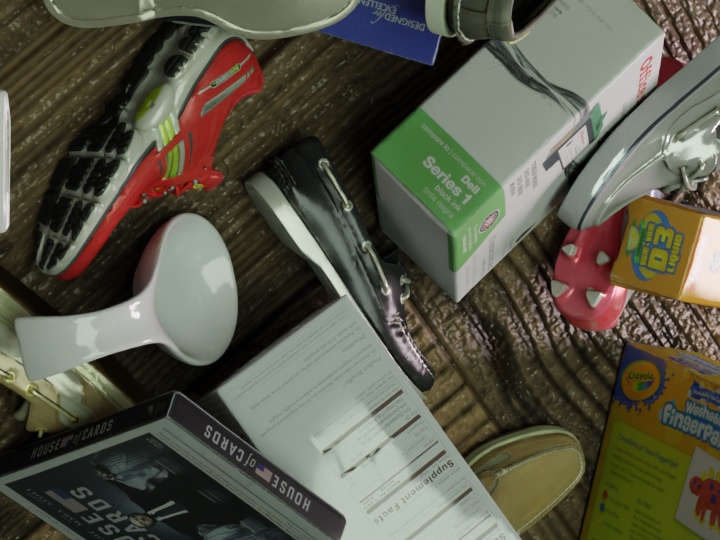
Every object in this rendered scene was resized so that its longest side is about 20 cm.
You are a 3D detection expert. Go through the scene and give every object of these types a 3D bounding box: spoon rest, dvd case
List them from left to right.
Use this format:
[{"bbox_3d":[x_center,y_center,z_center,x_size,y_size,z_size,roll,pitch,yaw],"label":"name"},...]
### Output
[{"bbox_3d":[-0.133,0.024,1.540,0.200,0.060,0.100,-25,106,-55],"label":"spoon rest"},{"bbox_3d":[-0.126,0.145,1.545,0.150,0.199,0.025,38,52,-26],"label":"dvd case"}]

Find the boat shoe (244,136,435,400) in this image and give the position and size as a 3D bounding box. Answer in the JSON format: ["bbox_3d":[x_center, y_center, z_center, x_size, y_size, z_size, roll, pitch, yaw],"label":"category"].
[{"bbox_3d":[0.000,0.000,1.636,0.060,0.074,0.201,-38,106,-8],"label":"boat shoe"}]

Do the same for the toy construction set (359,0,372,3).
[{"bbox_3d":[0.072,-0.238,1.602,0.198,0.092,0.132,-4,92,-29],"label":"toy construction set"}]

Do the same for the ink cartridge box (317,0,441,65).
[{"bbox_3d":[-0.019,-0.254,1.526,0.196,0.047,0.202,17,93,9],"label":"ink cartridge box"}]

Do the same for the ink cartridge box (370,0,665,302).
[{"bbox_3d":[0.105,-0.093,1.615,0.200,0.146,0.084,-43,75,-10],"label":"ink cartridge box"}]

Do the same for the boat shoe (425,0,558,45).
[{"bbox_3d":[0.115,-0.201,1.528,0.202,0.060,0.073,-44,142,-41],"label":"boat shoe"}]

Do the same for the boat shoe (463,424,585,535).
[{"bbox_3d":[0.084,0.177,1.710,0.199,0.076,0.072,-30,112,-17],"label":"boat shoe"}]

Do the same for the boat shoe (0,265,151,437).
[{"bbox_3d":[-0.200,0.069,1.561,0.066,0.074,0.200,-45,115,4],"label":"boat shoe"}]

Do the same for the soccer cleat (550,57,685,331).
[{"bbox_3d":[0.189,-0.053,1.725,0.076,0.066,0.202,33,75,-65],"label":"soccer cleat"}]

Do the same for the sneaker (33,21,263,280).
[{"bbox_3d":[-0.130,-0.068,1.557,0.085,0.077,0.201,40,84,-32],"label":"sneaker"}]

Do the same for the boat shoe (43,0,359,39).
[{"bbox_3d":[-0.098,-0.186,1.516,0.198,0.063,0.073,-1,109,-2],"label":"boat shoe"}]

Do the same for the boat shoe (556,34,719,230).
[{"bbox_3d":[0.219,-0.087,1.648,0.066,0.072,0.200,44,68,13],"label":"boat shoe"}]

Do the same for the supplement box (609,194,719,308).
[{"bbox_3d":[0.263,-0.006,1.724,0.199,0.069,0.067,8,99,-47],"label":"supplement box"}]

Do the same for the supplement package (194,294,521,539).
[{"bbox_3d":[-0.004,0.133,1.601,0.109,0.114,0.201,-36,91,-14],"label":"supplement package"}]

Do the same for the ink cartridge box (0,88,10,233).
[{"bbox_3d":[-0.298,-0.073,1.403,0.146,0.200,0.086,-4,102,-25],"label":"ink cartridge box"}]

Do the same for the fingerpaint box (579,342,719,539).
[{"bbox_3d":[0.249,0.157,1.714,0.073,0.200,0.168,9,97,-27],"label":"fingerpaint box"}]
